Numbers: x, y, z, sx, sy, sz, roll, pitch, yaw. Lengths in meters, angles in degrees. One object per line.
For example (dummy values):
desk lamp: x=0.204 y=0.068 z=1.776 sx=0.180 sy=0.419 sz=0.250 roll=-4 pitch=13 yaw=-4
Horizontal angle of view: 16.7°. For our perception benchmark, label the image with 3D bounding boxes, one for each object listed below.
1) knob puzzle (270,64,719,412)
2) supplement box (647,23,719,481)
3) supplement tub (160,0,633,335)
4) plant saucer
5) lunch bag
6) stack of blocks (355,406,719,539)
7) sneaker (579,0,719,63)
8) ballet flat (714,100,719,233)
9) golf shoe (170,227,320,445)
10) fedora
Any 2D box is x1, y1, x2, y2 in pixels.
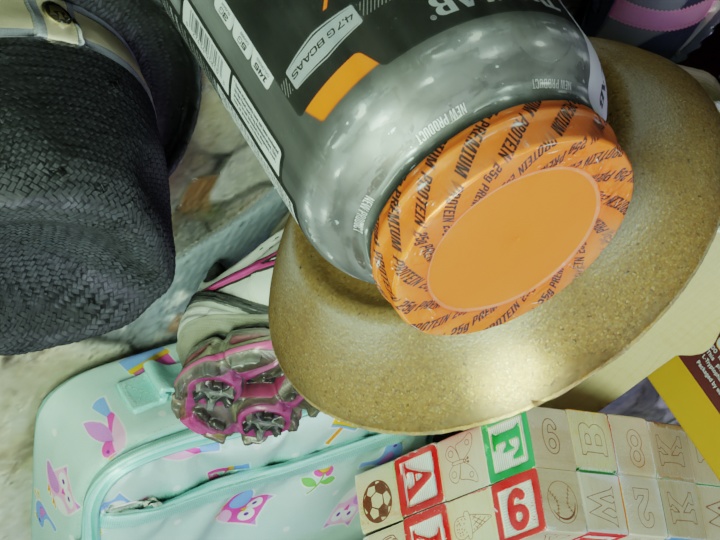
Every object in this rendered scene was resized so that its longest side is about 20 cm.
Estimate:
knob puzzle: x=0.087 y=-0.028 z=1.100 sx=0.218 sy=0.031 sz=0.221 roll=3 pitch=128 yaw=4
supplement box: x=0.230 y=-0.018 z=1.166 sx=0.132 sy=0.198 sz=0.200 roll=10 pitch=129 yaw=-48
supplement tub: x=0.008 y=-0.081 z=0.887 sx=0.122 sy=0.201 sz=0.123 roll=-23 pitch=147 yaw=-16
plant saucer: x=0.044 y=-0.027 z=0.955 sx=0.200 sy=0.201 sz=0.036 roll=-34 pitch=130 yaw=2
lunch bag: x=-0.061 y=0.094 z=1.173 sx=0.199 sy=0.077 sz=0.161 roll=-18 pitch=146 yaw=-24
stack of blocks: x=0.109 y=0.117 z=1.177 sx=0.199 sy=0.059 sz=0.115 roll=10 pitch=153 yaw=-42
sneaker: x=0.132 y=-0.146 z=1.054 sx=0.082 sy=0.070 sz=0.200 roll=36 pitch=124 yaw=-17
ballet flat: x=0.153 y=-0.034 z=1.028 sx=0.198 sy=0.072 sz=0.072 roll=11 pitch=137 yaw=-3
golf shoe: x=0.000 y=0.000 z=1.048 sx=0.199 sy=0.093 sz=0.073 roll=-22 pitch=137 yaw=28
fedora: x=-0.134 y=-0.025 z=0.936 sx=0.199 sy=0.092 sz=0.201 roll=-22 pitch=146 yaw=-16
